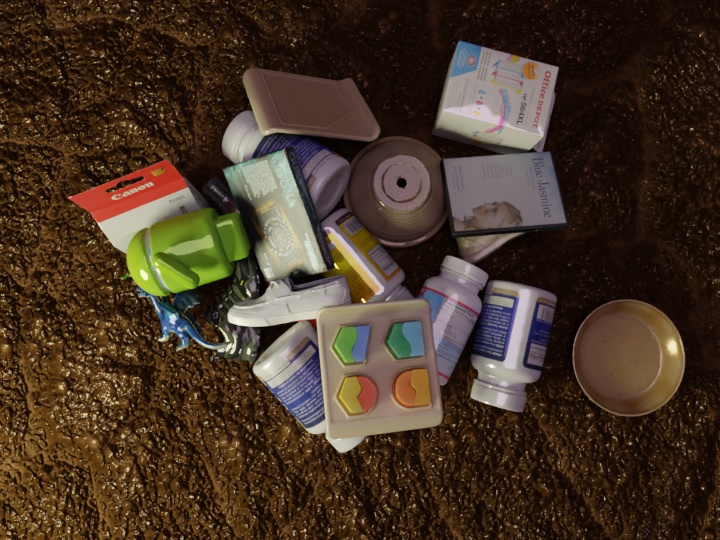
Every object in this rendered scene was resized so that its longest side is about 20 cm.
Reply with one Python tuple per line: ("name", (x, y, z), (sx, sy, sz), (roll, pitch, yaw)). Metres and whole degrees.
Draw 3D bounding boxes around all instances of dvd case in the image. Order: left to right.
("dvd case", (0.242, -0.130, 0.972), (0.198, 0.018, 0.144), (-5, 70, -4))

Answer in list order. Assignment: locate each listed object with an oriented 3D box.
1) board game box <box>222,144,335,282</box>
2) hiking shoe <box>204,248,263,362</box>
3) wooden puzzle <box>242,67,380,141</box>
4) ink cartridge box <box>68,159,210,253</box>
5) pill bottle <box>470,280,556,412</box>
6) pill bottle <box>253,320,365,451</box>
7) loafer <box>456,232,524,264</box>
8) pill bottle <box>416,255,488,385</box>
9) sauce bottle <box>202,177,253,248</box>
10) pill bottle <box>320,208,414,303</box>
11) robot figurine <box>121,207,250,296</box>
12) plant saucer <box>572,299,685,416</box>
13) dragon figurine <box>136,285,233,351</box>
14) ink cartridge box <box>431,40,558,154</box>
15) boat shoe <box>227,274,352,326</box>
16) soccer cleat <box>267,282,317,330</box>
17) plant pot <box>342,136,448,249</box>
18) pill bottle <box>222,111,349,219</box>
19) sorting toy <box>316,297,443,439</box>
("board game box", (-0.130, -0.084, 0.915), (0.134, 0.028, 0.201), (-8, 108, 33))
("hiking shoe", (-0.219, 0.058, 0.985), (0.100, 0.076, 0.202), (0, 87, -5))
("wooden puzzle", (-0.085, -0.274, 0.965), (0.198, 0.037, 0.186), (-4, 47, -23))
("ink cartridge box", (-0.342, -0.094, 0.931), (0.160, 0.200, 0.050), (-22, 78, -2))
("pill bottle", (0.251, 0.127, 0.969), (0.119, 0.120, 0.202), (15, 85, 0))
("pill bottle", (-0.068, 0.194, 0.944), (0.120, 0.120, 0.200), (-41, 97, -4))
("loafer", (0.252, -0.086, 1.007), (0.199, 0.076, 0.069), (-34, 93, -3))
("pill bottle", (0.138, 0.082, 0.975), (0.108, 0.109, 0.201), (26, 85, 1))
("sauce bottle", (-0.189, -0.083, 1.002), (0.200, 0.065, 0.065), (44, 86, 1))
("pill bottle", (0.000, 0.000, 0.977), (0.109, 0.109, 0.200), (-41, 87, -4))
("robot figurine", (-0.281, -0.030, 0.924), (0.198, 0.176, 0.117), (-18, 107, -3))
("plant saucer", (0.466, 0.152, 1.013), (0.198, 0.035, 0.202), (0, 85, -1))
("dragon figurine", (-0.302, 0.073, 0.956), (0.199, 0.059, 0.100), (15, 118, 37))
("ink cartridge box", (0.241, -0.289, 0.997), (0.198, 0.125, 0.130), (14, 85, 0))
("boat shoe", (-0.115, 0.044, 0.917), (0.198, 0.072, 0.069), (-6, 103, 3))
("soccer cleat", (-0.071, 0.068, 1.002), (0.199, 0.067, 0.077), (36, 55, 7))
("plant pot", (0.067, -0.142, 0.999), (0.199, 0.093, 0.203), (0, 85, 0))
("pill bottle", (-0.129, -0.181, 0.970), (0.199, 0.120, 0.120), (34, 86, 11))
("sorting toy", (0.032, 0.148, 0.881), (0.183, 0.036, 0.202), (-4, 84, -12))
